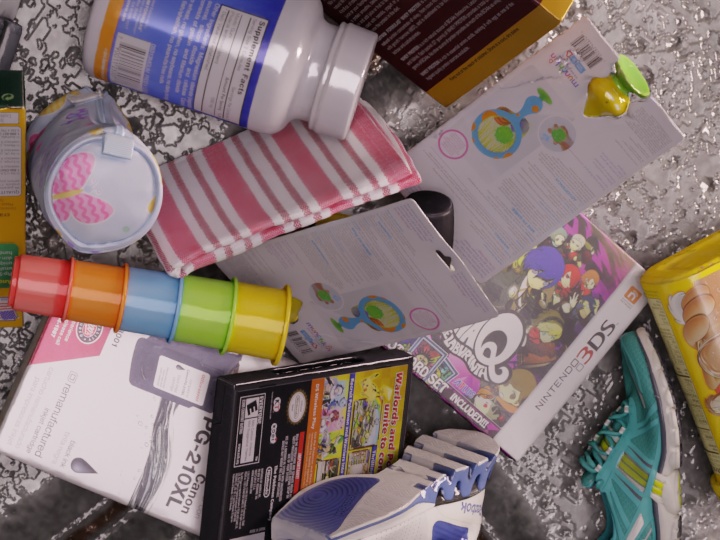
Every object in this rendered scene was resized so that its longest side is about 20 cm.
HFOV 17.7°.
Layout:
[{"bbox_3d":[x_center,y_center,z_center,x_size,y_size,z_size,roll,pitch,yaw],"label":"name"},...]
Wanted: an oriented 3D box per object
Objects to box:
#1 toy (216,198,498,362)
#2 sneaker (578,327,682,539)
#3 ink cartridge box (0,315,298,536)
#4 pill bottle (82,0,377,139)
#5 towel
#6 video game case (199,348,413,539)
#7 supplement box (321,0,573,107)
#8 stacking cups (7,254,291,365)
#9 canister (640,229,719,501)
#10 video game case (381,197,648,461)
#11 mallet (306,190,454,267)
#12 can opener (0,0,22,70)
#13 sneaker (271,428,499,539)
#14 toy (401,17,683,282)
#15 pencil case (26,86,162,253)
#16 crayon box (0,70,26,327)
[{"bbox_3d":[0.000,0.000,1.695,0.115,0.199,0.047,51,43,-25],"label":"toy"},{"bbox_3d":[0.209,0.145,1.793,0.079,0.078,0.201,0,100,2],"label":"sneaker"},{"bbox_3d":[-0.156,0.101,1.724,0.199,0.084,0.145,24,89,-11],"label":"ink cartridge box"},{"bbox_3d":[-0.093,-0.165,1.684,0.199,0.112,0.113,18,92,0],"label":"pill bottle"},{"bbox_3d":[-0.067,-0.062,1.701,0.199,0.146,0.030,-22,121,-7],"label":"towel"},{"bbox_3d":[-0.042,0.165,1.714,0.180,0.025,0.201,-7,109,-43],"label":"video game case"},{"bbox_3d":[0.054,-0.254,1.658,0.200,0.197,0.133,36,66,-10],"label":"supplement box"},{"bbox_3d":[-0.152,0.023,1.657,0.199,0.061,0.061,10,93,-7],"label":"stacking cups"},{"bbox_3d":[0.312,0.069,1.786,0.148,0.086,0.201,-27,102,-19],"label":"canister"},{"bbox_3d":[0.103,0.016,1.786,0.200,0.036,0.181,41,86,-10],"label":"video game case"},{"bbox_3d":[-0.025,-0.029,1.738,0.199,0.041,0.066,4,121,17],"label":"mallet"},{"bbox_3d":[-0.282,-0.176,1.706,0.066,0.053,0.201,15,91,24],"label":"can opener"},{"bbox_3d":[0.031,0.203,1.723,0.199,0.080,0.116,-20,116,-40],"label":"sneaker"},{"bbox_3d":[0.130,-0.093,1.715,0.200,0.047,0.115,-36,101,30],"label":"toy"},{"bbox_3d":[-0.191,-0.073,1.650,0.083,0.200,0.091,29,96,-17],"label":"pencil case"},{"bbox_3d":[-0.305,-0.050,1.672,0.125,0.052,0.201,-1,128,-10],"label":"crayon box"}]
